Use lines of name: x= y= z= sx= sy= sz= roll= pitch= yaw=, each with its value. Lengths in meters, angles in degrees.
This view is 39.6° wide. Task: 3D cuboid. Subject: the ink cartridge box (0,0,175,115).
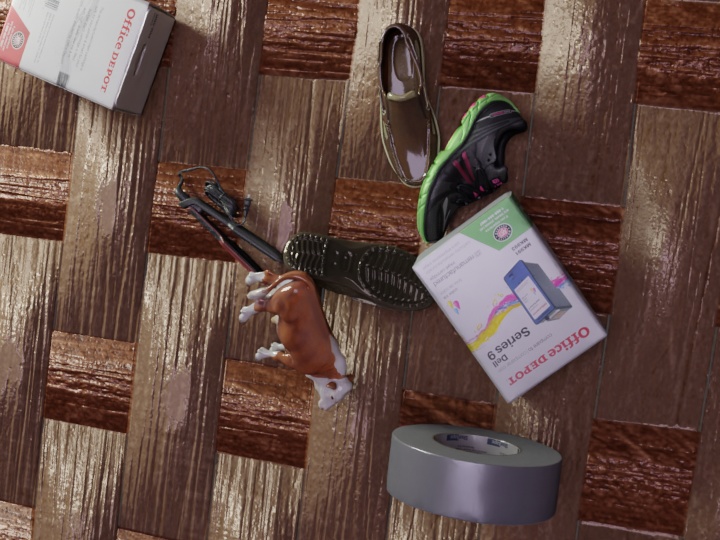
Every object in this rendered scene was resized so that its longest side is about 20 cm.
ink cartridge box: x=-0.369 y=-0.313 z=1.345 sx=0.198 sy=0.083 sz=0.148 roll=24 pitch=97 yaw=14

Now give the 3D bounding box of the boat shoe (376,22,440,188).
boat shoe: x=0.051 y=-0.205 z=1.240 sx=0.074 sy=0.075 sz=0.205 roll=-10 pitch=88 yaw=14

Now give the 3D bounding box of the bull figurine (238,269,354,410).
bull figurine: x=-0.078 y=0.084 z=1.254 sx=0.120 sy=0.065 sz=0.202 roll=2 pitch=123 yaw=24

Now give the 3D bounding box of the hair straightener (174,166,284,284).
hair straightener: x=-0.169 y=-0.073 z=1.323 sx=0.200 sy=0.041 sz=0.077 roll=43 pitch=100 yaw=15

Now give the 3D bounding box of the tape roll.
tape roll: x=0.131 y=0.232 z=1.157 sx=0.197 sy=0.200 sz=0.067 roll=7 pitch=92 yaw=14

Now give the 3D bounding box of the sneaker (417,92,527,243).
sneaker: x=0.134 y=-0.117 z=1.219 sx=0.083 sy=0.077 sz=0.201 roll=33 pitch=99 yaw=16

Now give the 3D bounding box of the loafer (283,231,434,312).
loafer: x=0.000 y=0.000 z=1.261 sx=0.198 sy=0.067 sz=0.077 roll=19 pitch=82 yaw=-2

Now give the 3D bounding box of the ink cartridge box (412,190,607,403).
ink cartridge box: x=0.176 y=0.030 z=1.188 sx=0.145 sy=0.088 sz=0.201 roll=-35 pitch=93 yaw=11
